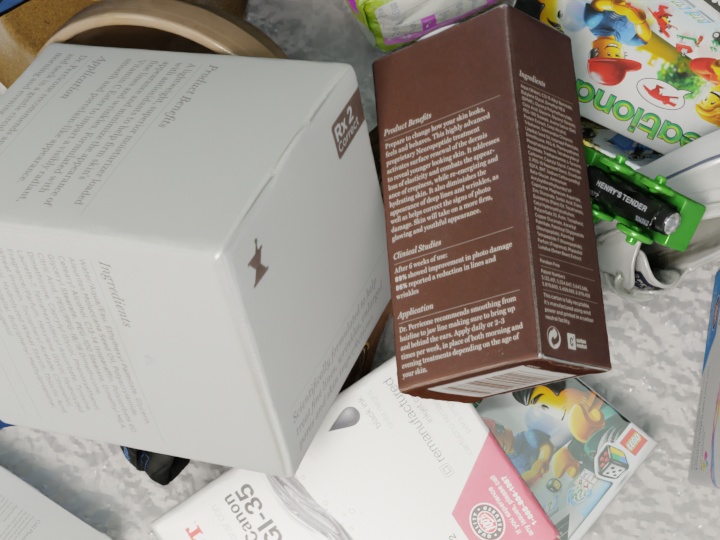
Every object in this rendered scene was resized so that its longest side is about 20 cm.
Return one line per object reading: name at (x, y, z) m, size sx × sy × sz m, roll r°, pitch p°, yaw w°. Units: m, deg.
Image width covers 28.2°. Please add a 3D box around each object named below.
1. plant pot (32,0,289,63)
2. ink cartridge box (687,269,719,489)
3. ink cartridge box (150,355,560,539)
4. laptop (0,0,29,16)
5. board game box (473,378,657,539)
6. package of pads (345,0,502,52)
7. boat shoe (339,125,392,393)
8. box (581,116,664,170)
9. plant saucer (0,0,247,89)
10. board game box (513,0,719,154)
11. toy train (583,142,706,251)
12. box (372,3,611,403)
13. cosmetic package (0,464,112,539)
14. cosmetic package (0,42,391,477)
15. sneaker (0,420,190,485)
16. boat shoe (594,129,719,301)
plant pot at (-0.103, -0.098, 0.905) m, size 0.200 × 0.201 × 0.093 m, roll 22°, pitch 46°, yaw 6°
ink cartridge box at (0.254, 0.061, 0.832) m, size 0.084 × 0.200 × 0.145 m, roll 9°, pitch 83°, yaw 4°
ink cartridge box at (-0.002, 0.156, 0.859) m, size 0.200 × 0.083 × 0.147 m, roll -34°, pitch 82°, yaw -1°
laptop at (-0.101, -0.178, 0.845) m, size 0.199 × 0.177 × 0.104 m, roll 19°, pitch 118°, yaw 6°
board game box at (0.078, 0.147, 0.914) m, size 0.126 × 0.035 × 0.200 m, roll 39°, pitch 86°, yaw 8°
package of pads at (0.067, -0.246, 0.932) m, size 0.199 × 0.068 × 0.155 m, roll -25°, pitch 65°, yaw 1°
boat shoe at (0.000, 0.000, 0.926) m, size 0.067 × 0.072 × 0.201 m, roll 23°, pitch 89°, yaw -24°
box at (0.191, -0.098, 0.938) m, size 0.199 × 0.038 × 0.137 m, roll 13°, pitch 84°, yaw 5°
plant saucer at (-0.177, -0.201, 0.973) m, size 0.199 × 0.035 × 0.201 m, roll 0°, pitch 82°, yaw 4°
board game box at (0.190, -0.137, 0.863) m, size 0.199 × 0.035 × 0.127 m, roll 26°, pitch 128°, yaw 6°
toy train at (0.119, -0.066, 0.850) m, size 0.200 × 0.056 × 0.042 m, roll 36°, pitch 106°, yaw 42°
box at (0.070, -0.034, 0.800) m, size 0.100 × 0.075 × 0.201 m, roll -17°, pitch 71°, yaw 39°
cosmetic package at (-0.270, 0.210, 0.874) m, size 0.150 × 0.052 × 0.200 m, roll 30°, pitch 58°, yaw 11°
cosmetic package at (-0.108, -0.012, 0.799) m, size 0.199 × 0.165 × 0.165 m, roll 8°, pitch 44°, yaw 23°
sneaker at (-0.165, 0.090, 0.914) m, size 0.199 × 0.077 × 0.112 m, roll -20°, pitch 73°, yaw -6°
boat shoe at (0.169, -0.017, 0.866) m, size 0.073 × 0.200 × 0.066 m, roll 22°, pitch 50°, yaw -34°
